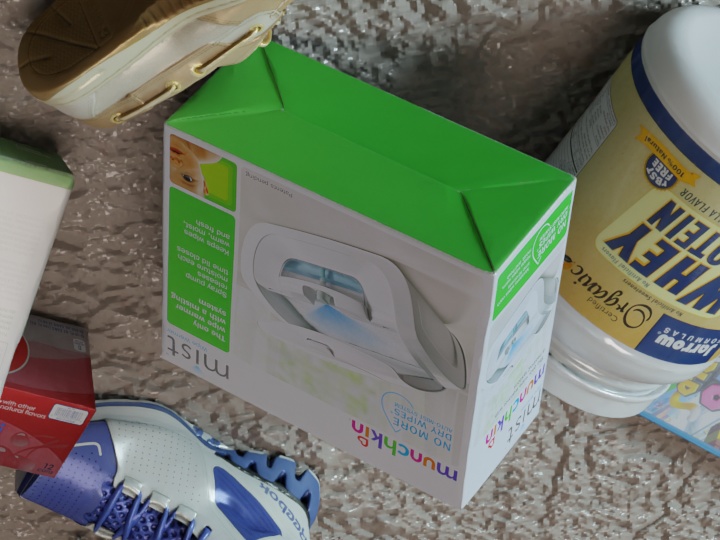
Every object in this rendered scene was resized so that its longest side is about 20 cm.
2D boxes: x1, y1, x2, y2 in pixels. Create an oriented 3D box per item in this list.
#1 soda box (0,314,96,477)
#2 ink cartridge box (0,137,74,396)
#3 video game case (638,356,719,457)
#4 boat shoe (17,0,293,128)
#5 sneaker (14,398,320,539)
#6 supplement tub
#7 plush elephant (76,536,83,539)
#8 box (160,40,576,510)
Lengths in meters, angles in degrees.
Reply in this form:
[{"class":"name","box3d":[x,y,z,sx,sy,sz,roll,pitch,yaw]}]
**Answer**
[{"class":"soda box","box3d":[-0.251,0.052,1.437,0.199,0.070,0.064,16,129,-26]},{"class":"ink cartridge box","box3d":[-0.251,0.019,1.367,0.145,0.048,0.201,14,103,-25]},{"class":"video game case","box3d":[0.237,0.052,1.585,0.199,0.018,0.143,27,121,-33]},{"class":"boat shoe","box3d":[-0.077,-0.138,1.303,0.199,0.074,0.069,-27,145,15]},{"class":"sneaker","box3d":[-0.102,0.155,1.539,0.198,0.116,0.081,18,126,-27]},{"class":"supplement tub","box3d":[0.168,-0.029,1.404,0.144,0.145,0.200,18,127,-27]},{"class":"plush elephant","box3d":[-0.176,0.291,1.622,0.164,0.155,0.201,3,133,-16]},{"class":"box","box3d":[0.000,0.000,1.361,0.199,0.097,0.177,26,136,19]}]
